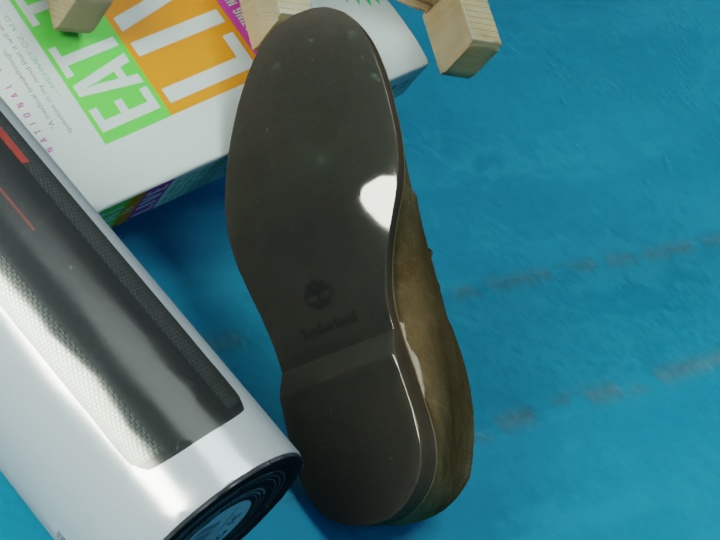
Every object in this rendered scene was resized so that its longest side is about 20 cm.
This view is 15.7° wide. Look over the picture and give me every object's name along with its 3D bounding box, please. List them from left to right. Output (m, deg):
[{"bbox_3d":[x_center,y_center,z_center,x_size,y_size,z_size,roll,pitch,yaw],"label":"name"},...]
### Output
[{"bbox_3d":[-0.112,0.013,0.864,0.200,0.081,0.081,50,27,14],"label":"speaker"},{"bbox_3d":[-0.082,-0.096,1.036,0.200,0.048,0.134,-28,77,-41],"label":"book"},{"bbox_3d":[-0.039,-0.119,1.033,0.199,0.027,0.067,4,56,-32],"label":"toy bridge"},{"bbox_3d":[0.000,0.000,1.003,0.075,0.073,0.201,12,67,-62],"label":"boot"}]
